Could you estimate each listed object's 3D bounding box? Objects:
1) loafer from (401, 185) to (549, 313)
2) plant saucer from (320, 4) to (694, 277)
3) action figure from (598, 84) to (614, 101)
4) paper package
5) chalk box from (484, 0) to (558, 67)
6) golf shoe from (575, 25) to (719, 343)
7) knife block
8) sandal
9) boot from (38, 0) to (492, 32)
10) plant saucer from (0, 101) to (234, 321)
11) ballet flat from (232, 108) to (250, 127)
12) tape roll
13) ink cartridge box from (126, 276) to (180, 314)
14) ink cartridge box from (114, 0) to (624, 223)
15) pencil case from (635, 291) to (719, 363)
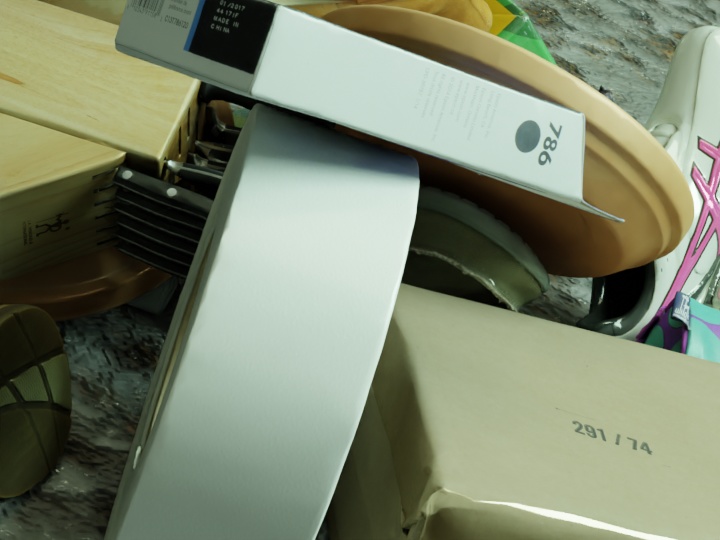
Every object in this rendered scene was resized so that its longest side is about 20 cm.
[{"bbox_3d":[0.000,0.000,1.093,0.199,0.070,0.075,9,-23,35],"label":"loafer"},{"bbox_3d":[0.057,-0.052,1.046,0.200,0.038,0.200,26,-17,8],"label":"plant saucer"},{"bbox_3d":[0.175,-0.067,1.455,0.130,0.070,0.200,32,23,32],"label":"action figure"},{"bbox_3d":[0.091,0.106,0.986,0.199,0.104,0.191,14,26,-16],"label":"paper package"},{"bbox_3d":[0.047,-0.076,1.251,0.124,0.125,0.200,46,-2,39],"label":"chalk box"},{"bbox_3d":[0.172,-0.042,1.241,0.092,0.201,0.072,16,-7,-39],"label":"golf shoe"},{"bbox_3d":[-0.106,-0.074,1.047,0.175,0.064,0.200,-19,58,-19],"label":"knife block"},{"bbox_3d":[-0.180,0.065,0.897,0.054,0.081,0.200,9,22,26],"label":"sandal"},{"bbox_3d":[-0.044,-0.123,1.105,0.200,0.071,0.144,-9,-20,17],"label":"boot"},{"bbox_3d":[-0.160,-0.065,1.094,0.199,0.032,0.201,3,54,-4],"label":"plant saucer"},{"bbox_3d":[-0.036,-0.023,1.195,0.074,0.074,0.200,-2,30,-42],"label":"ballet flat"},{"bbox_3d":[-0.042,0.039,0.896,0.071,0.203,0.203,18,25,-7],"label":"tape roll"},{"bbox_3d":[-0.179,-0.062,1.170,0.199,0.050,0.162,22,24,-8],"label":"ink cartridge box"},{"bbox_3d":[0.011,-0.068,0.882,0.200,0.039,0.099,17,3,-40],"label":"ink cartridge box"},{"bbox_3d":[0.238,0.076,1.188,0.199,0.085,0.093,19,54,-9],"label":"pencil case"}]
